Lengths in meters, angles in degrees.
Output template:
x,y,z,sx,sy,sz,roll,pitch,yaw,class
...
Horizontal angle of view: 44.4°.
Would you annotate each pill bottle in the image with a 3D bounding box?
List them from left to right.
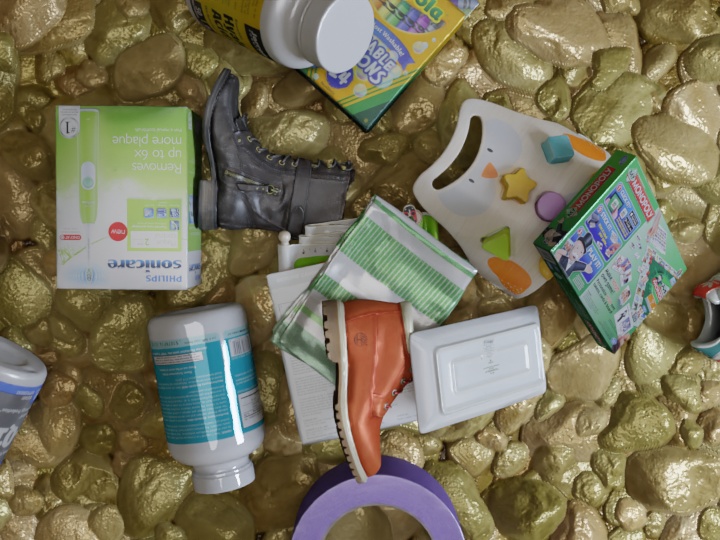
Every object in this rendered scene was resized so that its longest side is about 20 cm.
x,y,z,sx,sy,sz,roll,pitch,yaw,class
-0.447,0.177,0.988,0.114,0.114,0.200,28,93,-1,pill bottle
-0.168,0.142,0.987,0.111,0.111,0.200,-9,92,1,pill bottle
-0.084,-0.278,0.922,0.200,0.111,0.111,32,93,34,pill bottle

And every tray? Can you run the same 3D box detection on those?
x,y,z,sx,sy,sz,roll,pitch,yaw,class
0.139,0.105,0.970,0.200,0.022,0.108,-10,94,-37,tray

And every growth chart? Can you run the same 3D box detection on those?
x,y,z,sx,sy,sz,roll,pitch,yaw,class
0.000,0.000,1.008,0.200,0.018,0.145,-12,111,-3,growth chart

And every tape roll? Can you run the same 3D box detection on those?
x,y,z,sx,sy,sz,roll,pitch,yaw,class
0.019,0.320,1.009,0.200,0.085,0.200,0,92,1,tape roll

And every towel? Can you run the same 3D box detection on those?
x,y,z,sx,sy,sz,roll,pitch,yaw,class
0.016,0.038,0.974,0.152,0.023,0.200,35,93,-5,towel

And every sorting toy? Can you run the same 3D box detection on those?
x,y,z,sx,sy,sz,roll,pitch,yaw,class
0.160,-0.093,0.969,0.180,0.107,0.200,30,92,-7,sorting toy

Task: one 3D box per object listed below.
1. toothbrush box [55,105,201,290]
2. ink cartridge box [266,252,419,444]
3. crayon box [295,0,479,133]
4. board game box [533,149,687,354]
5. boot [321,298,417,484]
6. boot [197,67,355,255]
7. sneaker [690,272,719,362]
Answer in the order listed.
x,y,z,sx,sy,sz,roll,pitch,yaw,class
-0.257,-0.080,0.989,0.145,0.086,0.200,1,94,0,toothbrush box
-0.008,0.086,1.013,0.162,0.057,0.200,-12,91,0,ink cartridge box
0.026,-0.273,0.995,0.126,0.052,0.200,41,92,-2,crayon box
0.275,-0.015,0.951,0.135,0.029,0.200,-47,131,-8,board game box
0.020,0.127,0.942,0.107,0.075,0.200,-5,96,-6,boot
-0.092,-0.122,1.004,0.174,0.069,0.200,4,97,-5,boot
0.434,0.013,0.998,0.093,0.070,0.200,14,96,-6,sneaker
